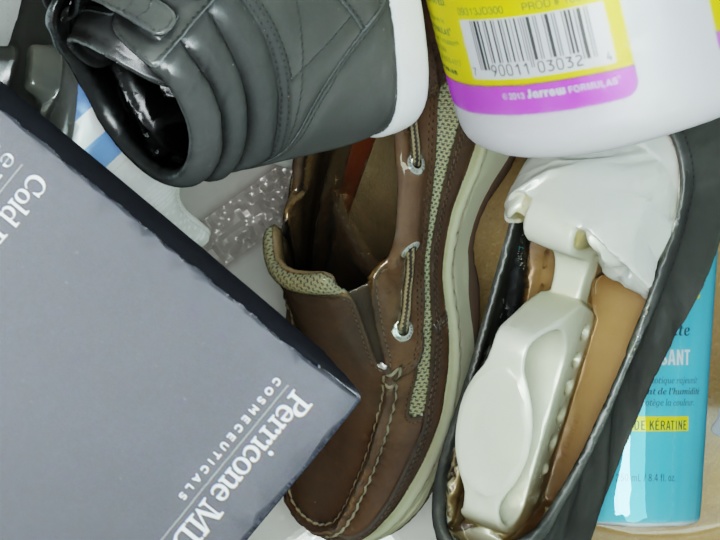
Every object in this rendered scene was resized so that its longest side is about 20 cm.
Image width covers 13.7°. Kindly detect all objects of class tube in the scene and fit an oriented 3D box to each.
[{"bbox_3d":[0.090,-0.016,0.998,0.077,0.050,0.200,0,91,-14],"label":"tube"}]

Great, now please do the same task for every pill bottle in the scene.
[{"bbox_3d":[0.056,-0.141,0.865,0.104,0.104,0.200,-16,106,-6],"label":"pill bottle"}]

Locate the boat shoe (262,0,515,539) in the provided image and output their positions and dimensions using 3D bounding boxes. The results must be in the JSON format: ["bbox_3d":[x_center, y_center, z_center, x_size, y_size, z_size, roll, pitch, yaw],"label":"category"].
[{"bbox_3d":[-0.004,-0.003,0.968,0.075,0.075,0.203,-8,116,-43],"label":"boat shoe"}]

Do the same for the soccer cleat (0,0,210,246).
[{"bbox_3d":[-0.062,-0.100,0.918,0.086,0.070,0.200,15,89,-34],"label":"soccer cleat"}]

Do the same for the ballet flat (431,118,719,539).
[{"bbox_3d":[0.070,0.009,0.942,0.068,0.068,0.200,17,94,23],"label":"ballet flat"}]

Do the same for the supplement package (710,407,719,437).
[{"bbox_3d":[0.254,-0.005,0.970,0.200,0.147,0.192,13,93,-24],"label":"supplement package"}]

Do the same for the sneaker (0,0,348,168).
[{"bbox_3d":[-0.096,-0.085,0.989,0.200,0.073,0.085,33,126,-18],"label":"sneaker"}]

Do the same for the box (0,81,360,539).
[{"bbox_3d":[-0.135,0.048,0.823,0.182,0.104,0.200,40,90,-8],"label":"box"}]

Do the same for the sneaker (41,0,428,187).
[{"bbox_3d":[-0.046,-0.113,0.840,0.099,0.071,0.200,-30,117,-32],"label":"sneaker"}]

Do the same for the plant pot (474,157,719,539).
[{"bbox_3d":[0.108,0.012,1.036,0.200,0.027,0.200,-1,96,-7],"label":"plant pot"}]
